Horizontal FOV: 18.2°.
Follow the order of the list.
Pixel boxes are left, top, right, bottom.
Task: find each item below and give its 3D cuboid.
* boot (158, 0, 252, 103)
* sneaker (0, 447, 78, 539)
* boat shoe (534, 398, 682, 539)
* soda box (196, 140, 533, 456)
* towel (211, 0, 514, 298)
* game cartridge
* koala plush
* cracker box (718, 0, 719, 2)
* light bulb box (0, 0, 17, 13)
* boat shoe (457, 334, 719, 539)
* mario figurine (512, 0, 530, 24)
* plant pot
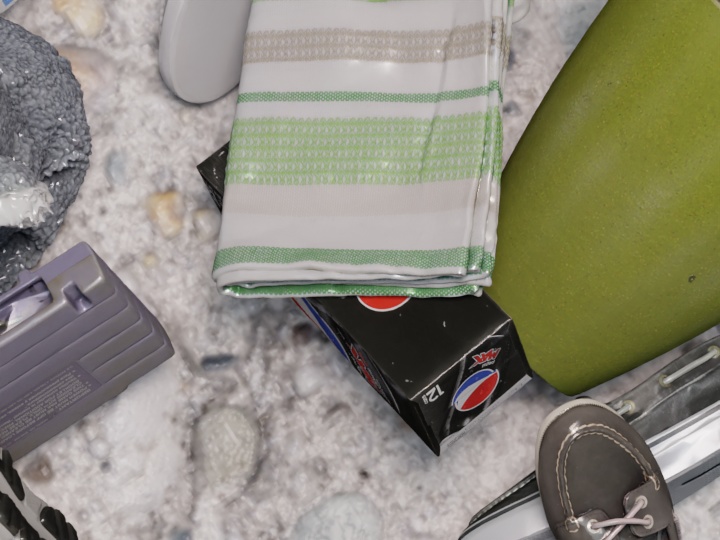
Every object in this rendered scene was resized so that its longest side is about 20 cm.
[{"bbox_3d":[-0.082,-0.200,1.236,0.073,0.095,0.202,6,110,-43],"label":"boot"},{"bbox_3d":[-0.195,0.156,1.148,0.090,0.078,0.201,-24,122,8],"label":"sneaker"},{"bbox_3d":[0.143,0.156,1.163,0.066,0.057,0.201,-25,122,-8],"label":"boat shoe"},{"bbox_3d":[0.000,0.000,1.170,0.071,0.063,0.200,-38,56,-8],"label":"soda box"},{"bbox_3d":[0.002,-0.085,1.143,0.148,0.031,0.202,0,70,17],"label":"towel"},{"bbox_3d":[-0.199,0.067,1.149,0.199,0.130,0.039,-33,71,0],"label":"game cartridge"},{"bbox_3d":[-0.222,-0.067,1.135,0.184,0.200,0.178,-42,88,-9],"label":"koala plush"},{"bbox_3d":[0.222,-0.234,1.217,0.134,0.058,0.200,54,43,2],"label":"cracker box"},{"bbox_3d":[-0.224,-0.270,1.143,0.125,0.198,0.200,-43,75,-8],"label":"light bulb box"},{"bbox_3d":[0.134,0.102,1.221,0.199,0.072,0.071,-27,63,-7],"label":"boat shoe"},{"bbox_3d":[0.024,-0.176,1.214,0.105,0.123,0.202,4,77,-24],"label":"mario figurine"},{"bbox_3d":[0.151,-0.035,1.191,0.187,0.187,0.200,44,99,1],"label":"plant pot"}]
